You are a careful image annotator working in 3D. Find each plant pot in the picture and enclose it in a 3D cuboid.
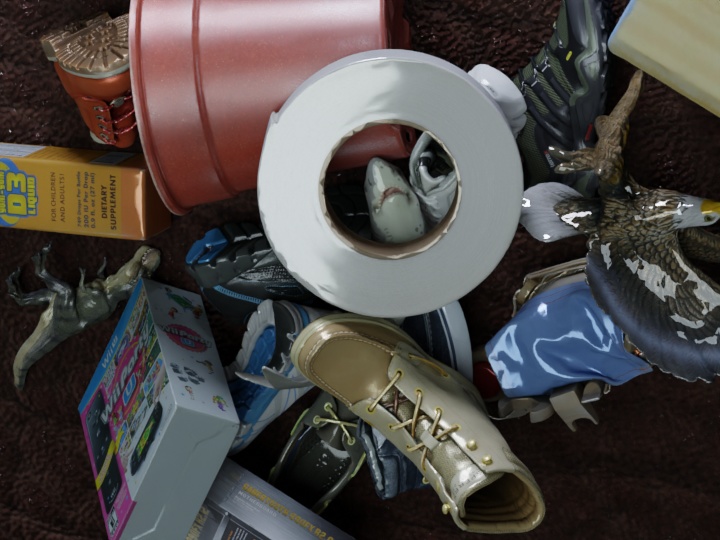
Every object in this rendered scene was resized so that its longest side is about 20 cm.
[{"bbox_3d":[-0.061,-0.154,1.604,0.194,0.201,0.202,-6,105,10],"label":"plant pot"}]

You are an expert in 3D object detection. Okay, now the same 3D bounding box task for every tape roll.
[{"bbox_3d":[0.022,-0.065,1.520,0.201,0.037,0.204,0,107,0],"label":"tape roll"}]

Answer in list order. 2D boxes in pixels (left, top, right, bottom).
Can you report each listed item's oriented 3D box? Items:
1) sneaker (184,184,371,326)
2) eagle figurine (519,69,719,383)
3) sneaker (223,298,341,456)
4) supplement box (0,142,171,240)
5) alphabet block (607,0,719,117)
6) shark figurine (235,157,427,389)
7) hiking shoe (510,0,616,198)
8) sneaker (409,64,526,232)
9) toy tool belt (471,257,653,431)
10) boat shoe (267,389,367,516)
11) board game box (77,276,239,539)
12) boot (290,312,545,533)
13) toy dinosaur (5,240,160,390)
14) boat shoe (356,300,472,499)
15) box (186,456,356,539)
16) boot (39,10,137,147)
[{"bbox_3d":[-0.044,-0.013,1.707,0.199,0.073,0.082,-14,124,22],"label":"sneaker"},{"bbox_3d":[0.231,-0.023,1.535,0.152,0.151,0.200,-41,114,-7],"label":"eagle figurine"},{"bbox_3d":[-0.073,0.097,1.740,0.200,0.086,0.075,-49,55,43],"label":"sneaker"},{"bbox_3d":[-0.265,-0.070,1.749,0.199,0.069,0.067,5,105,18],"label":"supplement box"},{"bbox_3d":[0.320,-0.205,1.462,0.199,0.195,0.197,32,114,5],"label":"alphabet block"},{"bbox_3d":[0.001,0.021,1.621,0.128,0.090,0.215,26,101,-26],"label":"shark figurine"},{"bbox_3d":[0.147,-0.142,1.595,0.100,0.076,0.201,5,108,12],"label":"hiking shoe"},{"bbox_3d":[0.067,-0.072,1.612,0.075,0.081,0.201,37,141,22],"label":"sneaker"},{"bbox_3d":[0.157,0.065,1.629,0.199,0.123,0.125,-26,97,22],"label":"toy tool belt"},{"bbox_3d":[-0.019,0.141,1.739,0.072,0.060,0.202,34,113,5],"label":"boat shoe"},{"bbox_3d":[-0.172,0.123,1.707,0.064,0.200,0.148,17,114,-23],"label":"board game box"},{"bbox_3d":[0.046,0.119,1.548,0.200,0.156,0.073,32,106,-37],"label":"boot"},{"bbox_3d":[-0.267,0.026,1.791,0.200,0.047,0.088,-37,100,26],"label":"toy dinosaur"},{"bbox_3d":[0.041,0.093,1.670,0.090,0.071,0.201,-16,111,-17],"label":"boat shoe"},{"bbox_3d":[-0.094,0.264,1.764,0.158,0.048,0.200,32,138,7],"label":"box"},{"bbox_3d":[-0.200,-0.149,1.651,0.075,0.200,0.108,-25,105,-10],"label":"boot"}]
